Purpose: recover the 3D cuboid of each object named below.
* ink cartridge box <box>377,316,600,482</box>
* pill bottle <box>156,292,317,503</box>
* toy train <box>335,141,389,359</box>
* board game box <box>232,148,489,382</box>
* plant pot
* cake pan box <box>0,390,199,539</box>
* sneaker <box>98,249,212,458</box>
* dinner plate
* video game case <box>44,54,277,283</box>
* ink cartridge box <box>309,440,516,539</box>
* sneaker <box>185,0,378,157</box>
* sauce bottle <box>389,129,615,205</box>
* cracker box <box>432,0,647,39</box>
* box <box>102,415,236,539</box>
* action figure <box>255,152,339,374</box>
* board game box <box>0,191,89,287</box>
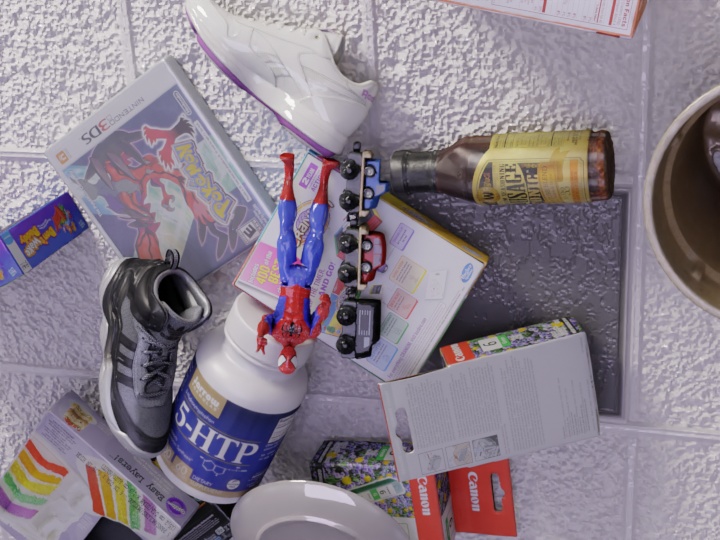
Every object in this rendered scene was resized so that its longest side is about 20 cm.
[{"bbox_3d":[0.119,0.121,1.153,0.198,0.050,0.110,-13,109,-3],"label":"ink cartridge box"},{"bbox_3d":[-0.121,0.124,1.236,0.119,0.120,0.201,29,118,4],"label":"pill bottle"},{"bbox_3d":[0.003,-0.017,1.126,0.045,0.034,0.203,2,101,5],"label":"toy train"},{"bbox_3d":[0.000,0.000,1.168,0.199,0.040,0.154,33,104,2],"label":"board game box"},{"bbox_3d":[0.331,-0.080,0.964,0.198,0.184,0.203,7,114,16],"label":"plant pot"},{"bbox_3d":[-0.295,0.260,1.340,0.200,0.052,0.184,42,122,0],"label":"cake pan box"},{"bbox_3d":[-0.199,0.079,1.193,0.113,0.075,0.203,-16,77,46],"label":"sneaker"},{"bbox_3d":[-0.041,0.288,1.254,0.198,0.024,0.202,10,134,10],"label":"dinner plate"},{"bbox_3d":[-0.198,-0.083,1.228,0.181,0.023,0.201,-31,100,27],"label":"video game case"},{"bbox_3d":[0.054,0.236,1.254,0.198,0.050,0.110,-1,112,20],"label":"ink cartridge box"},{"bbox_3d":[-0.071,-0.197,1.125,0.200,0.075,0.100,40,94,3],"label":"sneaker"},{"bbox_3d":[0.126,-0.090,1.097,0.198,0.066,0.067,-2,111,20],"label":"sauce bottle"},{"bbox_3d":[0.134,-0.244,0.988,0.198,0.134,0.058,14,115,11],"label":"cracker box"},{"bbox_3d":[-0.251,0.258,1.377,0.200,0.048,0.194,-40,93,28],"label":"box"},{"bbox_3d":[-0.056,0.002,1.102,0.064,0.099,0.203,5,102,-5],"label":"action figure"},{"bbox_3d":[-0.394,-0.001,1.265,0.199,0.135,0.045,-25,103,26],"label":"board game box"}]
